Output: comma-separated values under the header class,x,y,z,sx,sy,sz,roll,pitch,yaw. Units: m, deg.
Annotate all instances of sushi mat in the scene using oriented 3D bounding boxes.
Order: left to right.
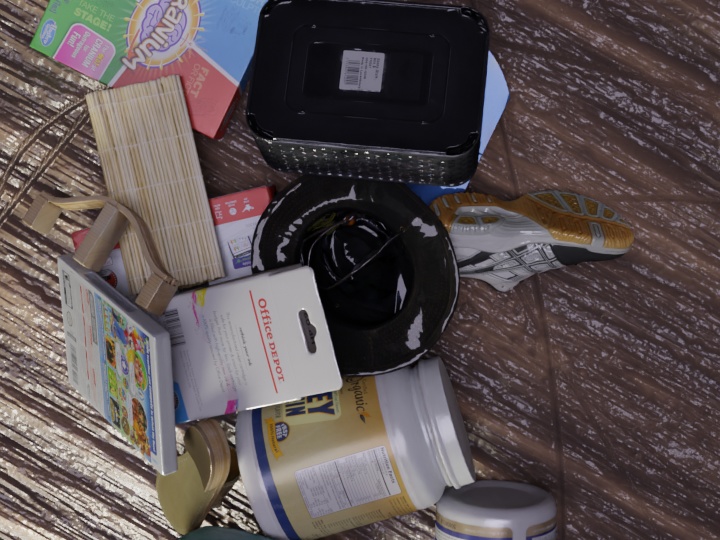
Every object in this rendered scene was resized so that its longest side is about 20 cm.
class,x,y,z,sx,sy,sz,roll,pitch,yaw
sushi mat,-0.194,-0.079,1.207,0.095,0.012,0.200,-13,91,6

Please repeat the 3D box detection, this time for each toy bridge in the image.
class,x,y,z,sx,sy,sz,roll,pitch,yaw
toy bridge,-0.238,-0.033,1.185,0.200,0.027,0.067,32,90,34

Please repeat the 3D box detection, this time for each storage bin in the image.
class,x,y,z,sx,sy,sz,roll,pitch,yaw
storage bin,0.009,-0.157,1.121,0.200,0.094,0.135,6,78,5

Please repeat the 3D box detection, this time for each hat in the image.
class,x,y,z,sx,sy,sz,roll,pitch,yaw
hat,0.000,0.000,1.194,0.200,0.081,0.201,0,90,12

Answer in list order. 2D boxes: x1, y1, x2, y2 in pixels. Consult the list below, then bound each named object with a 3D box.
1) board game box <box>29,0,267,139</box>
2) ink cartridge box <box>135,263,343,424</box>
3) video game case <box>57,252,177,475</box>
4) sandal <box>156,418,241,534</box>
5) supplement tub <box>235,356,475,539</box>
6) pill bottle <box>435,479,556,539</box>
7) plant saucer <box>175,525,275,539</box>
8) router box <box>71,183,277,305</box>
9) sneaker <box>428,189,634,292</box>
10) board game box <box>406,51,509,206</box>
class,x,y,z,sx,sy,sz,roll,pitch,yaw
board game box,-0.193,-0.237,1.222,0.200,0.040,0.153,26,98,2
ink cartridge box,-0.102,0.064,1.154,0.200,0.068,0.115,-13,93,26
video game case,-0.227,0.083,1.185,0.018,0.200,0.143,-16,120,-32
sandal,-0.137,0.191,1.218,0.070,0.212,0.078,-17,70,-27
supplement tub,-0.003,0.166,1.200,0.200,0.144,0.145,-17,95,7
pill bottle,0.127,0.310,1.220,0.115,0.116,0.200,1,96,5
plant saucer,-0.087,0.282,1.212,0.200,0.200,0.036,18,70,3
router box,-0.160,0.025,1.245,0.200,0.049,0.180,-13,95,6
sneaker,0.155,-0.023,1.210,0.200,0.076,0.088,3,126,-4
board game box,0.046,-0.146,1.214,0.158,0.039,0.200,25,105,0
